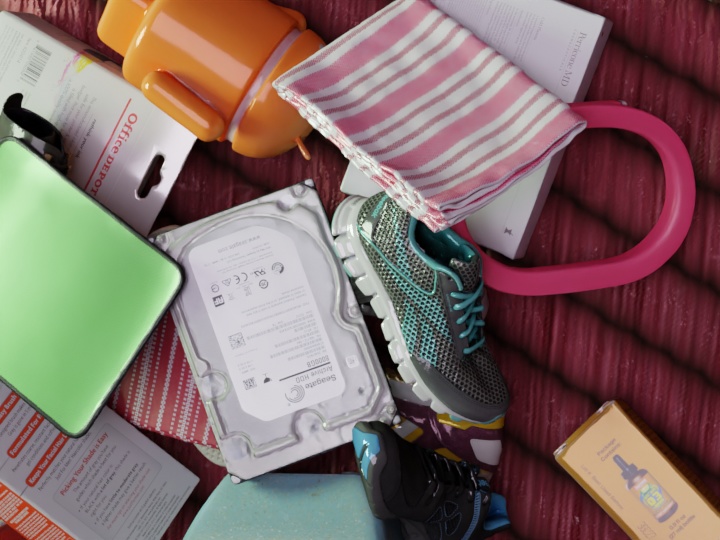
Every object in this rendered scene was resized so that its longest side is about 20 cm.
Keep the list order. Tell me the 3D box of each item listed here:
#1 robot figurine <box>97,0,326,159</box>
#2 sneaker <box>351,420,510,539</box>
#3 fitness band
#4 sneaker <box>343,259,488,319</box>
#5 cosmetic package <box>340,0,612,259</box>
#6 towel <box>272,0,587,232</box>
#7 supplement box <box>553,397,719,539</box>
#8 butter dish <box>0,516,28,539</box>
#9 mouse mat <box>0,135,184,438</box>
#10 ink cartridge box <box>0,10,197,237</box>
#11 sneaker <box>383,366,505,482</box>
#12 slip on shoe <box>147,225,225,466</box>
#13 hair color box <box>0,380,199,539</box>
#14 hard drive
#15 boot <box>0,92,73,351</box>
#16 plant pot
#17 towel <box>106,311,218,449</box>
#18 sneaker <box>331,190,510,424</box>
[{"bbox_3d":[-0.104,-0.166,1.704,0.200,0.144,0.117,33,98,2],"label":"robot figurine"},{"bbox_3d":[0.051,0.156,1.626,0.082,0.200,0.073,-18,61,12],"label":"sneaker"},{"bbox_3d":[0.156,-0.055,1.653,0.200,0.037,0.144,-6,102,-11],"label":"fitness band"},{"bbox_3d":[0.000,0.000,1.706,0.200,0.075,0.081,2,132,10],"label":"sneaker"},{"bbox_3d":[0.091,-0.128,1.701,0.151,0.052,0.200,23,97,14],"label":"cosmetic package"},{"bbox_3d":[0.050,-0.125,1.608,0.146,0.030,0.200,-35,57,-20],"label":"towel"},{"bbox_3d":[0.241,0.189,1.663,0.067,0.069,0.200,-45,82,11],"label":"supplement box"},{"bbox_3d":[-0.340,0.172,1.784,0.200,0.199,0.148,59,145,6],"label":"butter dish"},{"bbox_3d":[-0.245,0.011,1.671,0.200,0.008,0.161,37,99,20],"label":"mouse mat"},{"bbox_3d":[-0.225,-0.116,1.778,0.200,0.067,0.117,31,100,13],"label":"ink cartridge box"},{"bbox_3d":[0.014,0.122,1.718,0.200,0.075,0.090,12,94,16],"label":"sneaker"},{"bbox_3d":[-0.121,0.059,1.756,0.074,0.061,0.200,-20,84,26],"label":"slip on shoe"},{"bbox_3d":[-0.241,0.152,1.718,0.200,0.111,0.064,40,145,-8],"label":"hair color box"},{"bbox_3d":[-0.066,0.046,1.651,0.140,0.038,0.200,-20,86,0],"label":"hard drive"},{"bbox_3d":[-0.242,-0.032,1.703,0.200,0.077,0.138,38,116,23],"label":"boot"},{"bbox_3d":[-0.042,0.262,1.683,0.196,0.196,0.200,0,72,15],"label":"plant pot"},{"bbox_3d":[-0.156,0.057,1.729,0.200,0.022,0.145,14,99,24],"label":"towel"},{"bbox_3d":[0.060,0.022,1.608,0.091,0.078,0.200,-27,98,42],"label":"sneaker"}]
